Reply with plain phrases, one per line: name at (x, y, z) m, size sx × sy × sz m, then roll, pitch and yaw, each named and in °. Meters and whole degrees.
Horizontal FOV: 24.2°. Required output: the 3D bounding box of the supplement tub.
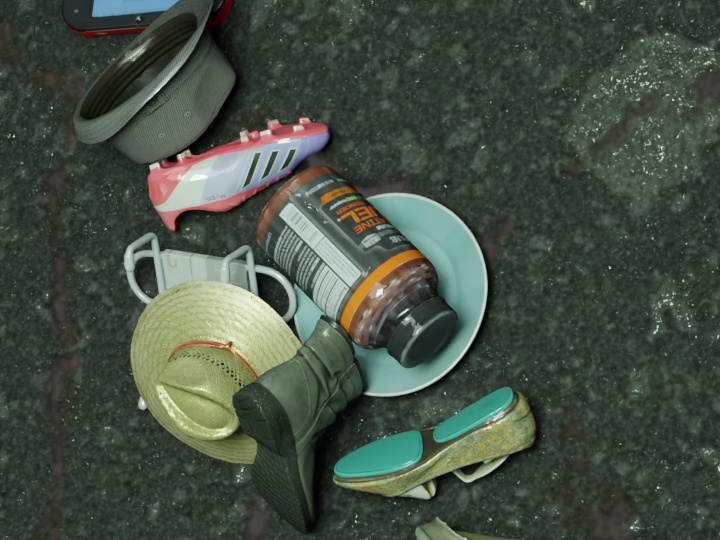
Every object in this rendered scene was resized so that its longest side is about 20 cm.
supplement tub at (0.000, 0.000, 1.577) m, size 0.107 × 0.107 × 0.200 m, roll -47°, pitch 67°, yaw 4°

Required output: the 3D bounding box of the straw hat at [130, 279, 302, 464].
straw hat at (-0.144, 0.115, 1.591) m, size 0.200 × 0.085 × 0.202 m, roll 7°, pitch 114°, yaw 17°

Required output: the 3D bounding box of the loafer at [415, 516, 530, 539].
loafer at (0.141, 0.273, 1.512) m, size 0.199 × 0.075 × 0.070 m, roll 28°, pitch 76°, yaw 19°

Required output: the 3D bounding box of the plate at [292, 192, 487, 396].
plate at (0.030, 0.024, 1.631) m, size 0.199 × 0.026 × 0.201 m, roll -5°, pitch 75°, yaw 18°

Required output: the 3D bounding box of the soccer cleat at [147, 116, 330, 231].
soccer cleat at (-0.120, -0.099, 1.703) m, size 0.199 × 0.067 × 0.077 m, roll -15°, pitch 104°, yaw 11°

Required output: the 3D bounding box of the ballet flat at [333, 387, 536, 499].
ballet flat at (0.072, 0.175, 1.562) m, size 0.199 × 0.071 × 0.071 m, roll -25°, pitch 70°, yaw 14°

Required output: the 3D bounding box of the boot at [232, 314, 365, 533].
boot at (-0.040, 0.146, 1.573) m, size 0.068 × 0.201 × 0.131 m, roll 29°, pitch 55°, yaw 36°

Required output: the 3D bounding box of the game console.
game console at (-0.225, -0.340, 1.809) m, size 0.199 × 0.031 × 0.178 m, roll -1°, pitch 77°, yaw 19°

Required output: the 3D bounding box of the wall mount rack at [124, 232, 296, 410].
wall mount rack at (-0.162, 0.054, 1.668) m, size 0.199 × 0.075 × 0.175 m, roll 7°, pitch 116°, yaw 27°

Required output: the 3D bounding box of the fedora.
fedora at (-0.196, -0.183, 1.709) m, size 0.200 × 0.090 × 0.177 m, roll -45°, pitch 26°, yaw -2°
